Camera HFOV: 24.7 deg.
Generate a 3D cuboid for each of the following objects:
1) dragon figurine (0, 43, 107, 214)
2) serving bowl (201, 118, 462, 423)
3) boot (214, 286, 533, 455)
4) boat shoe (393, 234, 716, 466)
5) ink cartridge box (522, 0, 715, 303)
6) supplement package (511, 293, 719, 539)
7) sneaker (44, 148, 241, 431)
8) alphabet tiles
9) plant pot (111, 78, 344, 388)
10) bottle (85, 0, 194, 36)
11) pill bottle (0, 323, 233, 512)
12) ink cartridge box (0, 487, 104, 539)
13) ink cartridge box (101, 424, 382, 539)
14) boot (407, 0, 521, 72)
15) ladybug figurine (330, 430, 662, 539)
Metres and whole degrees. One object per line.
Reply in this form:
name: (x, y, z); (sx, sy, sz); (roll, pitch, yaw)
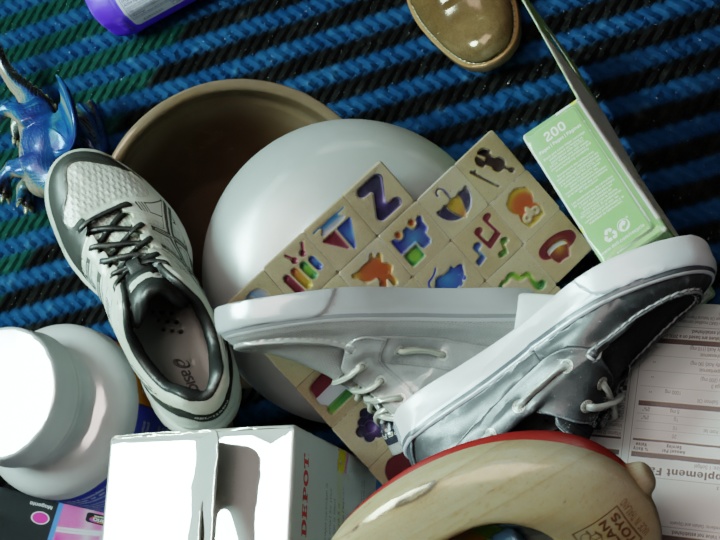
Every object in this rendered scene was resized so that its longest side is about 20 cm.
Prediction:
dragon figurine: (-0.229, -0.107, 1.240); (0.099, 0.059, 0.201); (-19, 68, 16)
serving bowl: (0.000, 0.000, 1.046); (0.198, 0.066, 0.202); (0, 89, -10)
boot: (0.014, 0.061, 0.969); (0.198, 0.074, 0.096); (-1, 83, -12)
boat shoe: (0.109, 0.058, 0.864); (0.199, 0.072, 0.068); (-34, 60, 15)
ink cartridge box: (0.142, -0.071, 1.022); (0.048, 0.145, 0.201); (-34, 63, 11)
supplement package: (0.167, 0.133, 0.941); (0.150, 0.152, 0.202); (3, 74, 25)
sneaker: (-0.128, 0.003, 0.998); (0.075, 0.088, 0.201); (-30, 80, -11)
alphabet tiles: (0.043, 0.016, 1.017); (0.200, 0.008, 0.167); (-43, 97, -9)
plant pot: (-0.082, -0.023, 1.110); (0.199, 0.093, 0.203); (0, 89, -11)
bottle: (-0.119, -0.254, 1.236); (0.199, 0.065, 0.084); (-26, 67, 14)
pill bottle: (-0.175, 0.098, 1.069); (0.111, 0.200, 0.113); (-7, 72, 23)
ink cartridge box: (-0.214, 0.222, 1.055); (0.094, 0.201, 0.037); (15, 122, -6)
ink cartridge box: (-0.069, 0.172, 1.002); (0.124, 0.200, 0.130); (-5, 71, 21)
boot: (0.050, -0.229, 1.153); (0.073, 0.075, 0.201); (-27, 66, 11)
ladybug figurine: (0.064, 0.143, 0.837); (0.199, 0.136, 0.072); (-29, 25, 21)
